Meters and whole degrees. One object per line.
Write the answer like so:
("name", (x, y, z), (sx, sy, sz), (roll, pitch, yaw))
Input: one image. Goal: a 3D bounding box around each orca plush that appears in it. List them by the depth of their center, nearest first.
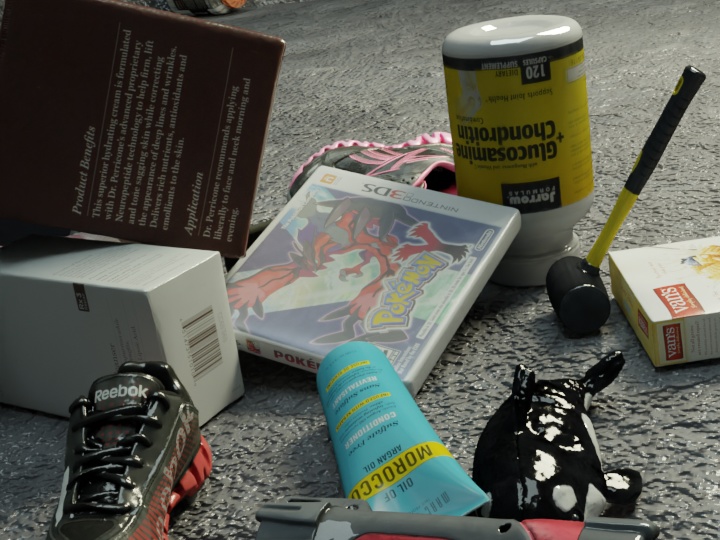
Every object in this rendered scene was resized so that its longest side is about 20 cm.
("orca plush", (0.109, 0.083, 0.669), (0.104, 0.072, 0.200), (4, 23, 32))

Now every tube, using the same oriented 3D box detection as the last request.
("tube", (0.015, 0.104, 0.694), (0.077, 0.051, 0.200), (-39, 23, 4))

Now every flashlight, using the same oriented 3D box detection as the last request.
("flashlight", (0.039, 0.144, 0.553), (0.198, 0.069, 0.068), (-3, -5, 26))

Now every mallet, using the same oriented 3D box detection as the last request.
("mallet", (0.189, -0.046, 0.842), (0.041, 0.201, 0.066), (21, 27, -10))

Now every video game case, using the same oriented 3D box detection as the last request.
("video game case", (0.000, 0.000, 0.892), (0.180, 0.023, 0.200), (14, 45, 25))

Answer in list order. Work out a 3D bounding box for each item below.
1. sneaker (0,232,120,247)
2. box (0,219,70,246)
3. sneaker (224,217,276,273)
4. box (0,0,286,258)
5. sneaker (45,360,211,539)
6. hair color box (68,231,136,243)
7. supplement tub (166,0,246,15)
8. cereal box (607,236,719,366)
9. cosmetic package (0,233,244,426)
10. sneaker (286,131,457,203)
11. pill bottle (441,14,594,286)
("sneaker", (-0.279, 0.007, 1.045), (0.198, 0.076, 0.105), (8, 28, 21))
("box", (-0.263, -0.087, 1.235), (0.197, 0.125, 0.199), (-10, 21, -4))
("sneaker", (-0.016, -0.023, 1.022), (0.197, 0.077, 0.114), (-11, 12, -2))
("box", (-0.175, -0.116, 0.916), (0.197, 0.168, 0.164), (11, 8, -14))
("sneaker", (-0.133, 0.113, 0.653), (0.070, 0.099, 0.201), (-4, 21, 8))
("hair color box", (-0.185, -0.096, 1.073), (0.099, 0.202, 0.061), (22, 23, 2))
("supplement tub", (-0.384, -0.703, 3.004), (0.198, 0.124, 0.122), (7, 25, 37))
("cereal box", (0.286, 0.010, 0.843), (0.197, 0.040, 0.144), (-8, 19, 1))
("cosmetic package", (-0.188, 0.042, 0.856), (0.198, 0.114, 0.081), (3, 22, 33))
("sneaker", (0.027, -0.083, 1.186), (0.198, 0.080, 0.096), (-14, 31, -11))
("pill bottle", (0.130, -0.096, 0.963), (0.110, 0.203, 0.112), (-8, 19, 3))
